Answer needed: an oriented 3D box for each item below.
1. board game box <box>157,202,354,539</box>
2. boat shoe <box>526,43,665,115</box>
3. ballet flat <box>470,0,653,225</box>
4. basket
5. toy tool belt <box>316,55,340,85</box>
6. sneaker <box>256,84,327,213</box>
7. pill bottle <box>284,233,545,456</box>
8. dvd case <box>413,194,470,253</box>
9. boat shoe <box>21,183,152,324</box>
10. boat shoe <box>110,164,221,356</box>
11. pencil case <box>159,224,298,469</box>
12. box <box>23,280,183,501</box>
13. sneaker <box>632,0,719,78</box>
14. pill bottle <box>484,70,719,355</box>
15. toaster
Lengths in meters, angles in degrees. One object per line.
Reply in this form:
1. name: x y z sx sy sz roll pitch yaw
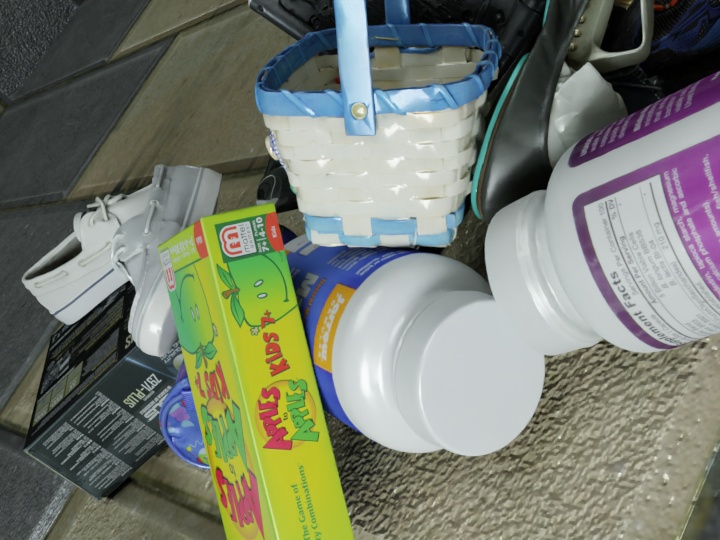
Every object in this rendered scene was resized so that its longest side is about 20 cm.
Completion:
1. board game box: -0.064 0.071 0.663 0.047 0.204 0.101 -13 -2 -26
2. boat shoe: 0.150 -0.094 0.686 0.074 0.062 0.201 -43 29 10
3. ballet flat: 0.124 -0.115 0.635 0.067 0.068 0.203 13 77 33
4. basket: 0.011 -0.124 0.646 0.136 0.204 0.177 4 21 11
5. toy tool belt: 0.058 -0.194 0.879 0.198 0.126 0.123 -33 29 5
6. sneaker: -0.049 -0.102 0.893 0.079 0.088 0.200 -14 14 6
7. pill bottle: 0.018 0.042 0.663 0.113 0.112 0.199 -55 26 -10
8. dvd case: 0.000 0.000 0.846 0.202 0.017 0.142 -57 27 -12
9. boat shoe: -0.221 -0.032 0.984 0.199 0.066 0.073 -35 29 28
10. boat shoe: -0.152 -0.017 0.843 0.202 0.067 0.073 -81 5 -46
11. pencil case: -0.090 0.045 0.813 0.076 0.088 0.202 -3 42 11
12. box: -0.186 0.068 0.973 0.199 0.086 0.165 -41 27 17
13. sneaker: 0.204 -0.205 0.722 0.075 0.078 0.202 -21 39 44
14. pill bottle: 0.159 -0.026 0.532 0.198 0.112 0.114 -24 36 41
15. toaster: 0.051 -0.210 0.769 0.182 0.198 0.119 -57 0 17
